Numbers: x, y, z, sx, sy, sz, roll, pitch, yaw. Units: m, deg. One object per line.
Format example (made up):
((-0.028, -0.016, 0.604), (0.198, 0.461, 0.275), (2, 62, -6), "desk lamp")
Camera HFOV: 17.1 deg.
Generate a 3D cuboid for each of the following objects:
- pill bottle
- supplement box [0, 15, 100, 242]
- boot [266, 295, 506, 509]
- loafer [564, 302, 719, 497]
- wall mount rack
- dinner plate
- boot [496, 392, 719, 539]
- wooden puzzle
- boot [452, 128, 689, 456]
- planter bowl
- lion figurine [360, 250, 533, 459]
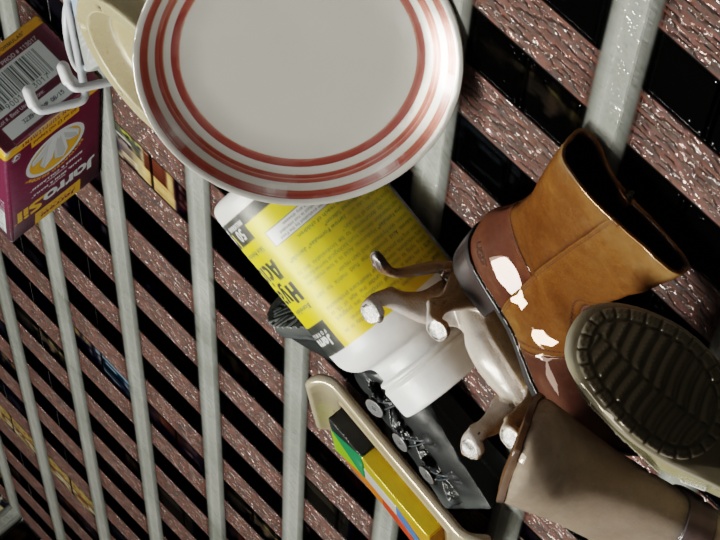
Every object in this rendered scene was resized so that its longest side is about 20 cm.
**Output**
((0.000, 0.000, 1.667), (0.200, 0.111, 0.111), (50, 161, -2), "pill bottle")
((-0.295, -0.121, 2.101), (0.086, 0.110, 0.200), (46, 161, 11), "supplement box")
((0.025, 0.095, 1.881), (0.200, 0.066, 0.165), (49, 170, -21), "boot")
((0.197, 0.093, 1.410), (0.200, 0.076, 0.068), (37, 165, -9), "loafer")
((-0.237, -0.217, 1.859), (0.200, 0.074, 0.174), (166, 91, -68), "wall mount rack")
((-0.037, -0.128, 1.449), (0.024, 0.200, 0.200), (-92, -23, -57), "dinner plate")
((0.159, 0.137, 1.444), (0.146, 0.070, 0.200), (24, 175, 8), "boot")
((0.028, 0.180, 2.012), (0.200, 0.037, 0.185), (45, 170, 13), "wooden puzzle")
((0.156, 0.018, 1.464), (0.188, 0.068, 0.200), (56, 154, 4), "boot")
((-0.095, -0.163, 1.538), (0.200, 0.135, 0.200), (42, 160, 19), "planter bowl")
((0.091, 0.052, 1.582), (0.072, 0.122, 0.200), (-28, 94, 44), "lion figurine")
